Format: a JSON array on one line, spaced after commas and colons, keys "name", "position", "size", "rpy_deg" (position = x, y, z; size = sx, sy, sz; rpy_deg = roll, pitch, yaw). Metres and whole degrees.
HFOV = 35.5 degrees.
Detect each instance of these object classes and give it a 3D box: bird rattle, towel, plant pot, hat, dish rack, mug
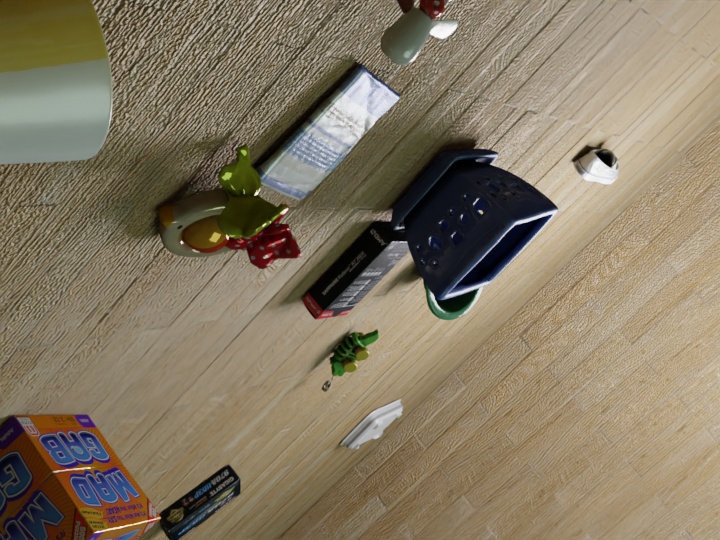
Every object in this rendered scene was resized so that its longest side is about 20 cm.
[{"name": "bird rattle", "position": [-0.163, -0.064, 1.366], "size": [0.162, 0.113, 0.200], "rpy_deg": [-13, 165, -5]}, {"name": "towel", "position": [-0.044, -0.173, 1.435], "size": [0.200, 0.024, 0.147], "rpy_deg": [-45, 162, 11]}, {"name": "plant pot", "position": [0.180, -0.090, 1.885], "size": [0.200, 0.180, 0.200], "rpy_deg": [-47, 163, 28]}, {"name": "hat", "position": [0.151, 0.006, 2.387], "size": [0.165, 0.176, 0.201], "rpy_deg": [-29, 124, -27]}, {"name": "dish rack", "position": [0.043, 0.463, 3.343], "size": [0.172, 0.044, 0.200], "rpy_deg": [-49, 163, 26]}, {"name": "mug", "position": [-0.281, -0.156, 0.789], "size": [0.153, 0.188, 0.149], "rpy_deg": [-17, -173, -34]}]

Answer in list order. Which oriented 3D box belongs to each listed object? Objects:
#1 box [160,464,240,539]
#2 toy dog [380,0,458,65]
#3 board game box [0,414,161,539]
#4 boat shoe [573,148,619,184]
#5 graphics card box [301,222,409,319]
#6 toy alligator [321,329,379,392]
[{"name": "box", "position": [-0.369, 0.541, 2.597], "size": [0.200, 0.046, 0.159], "rpy_deg": [-35, 164, -19]}, {"name": "toy dog", "position": [0.083, -0.316, 1.215], "size": [0.199, 0.132, 0.096], "rpy_deg": [-32, -158, -11]}, {"name": "board game box", "position": [-0.449, 0.343, 1.585], "size": [0.200, 0.200, 0.200], "rpy_deg": [-42, 164, 8]}, {"name": "boat shoe", "position": [0.548, -0.239, 2.528], "size": [0.065, 0.074, 0.200], "rpy_deg": [-43, 166, 28]}, {"name": "graphics card box", "position": [0.000, 0.000, 1.959], "size": [0.200, 0.051, 0.125], "rpy_deg": [-45, 163, 21]}, {"name": "toy alligator", "position": [-0.038, 0.186, 2.386], "size": [0.054, 0.059, 0.200], "rpy_deg": [28, 120, -28]}]
